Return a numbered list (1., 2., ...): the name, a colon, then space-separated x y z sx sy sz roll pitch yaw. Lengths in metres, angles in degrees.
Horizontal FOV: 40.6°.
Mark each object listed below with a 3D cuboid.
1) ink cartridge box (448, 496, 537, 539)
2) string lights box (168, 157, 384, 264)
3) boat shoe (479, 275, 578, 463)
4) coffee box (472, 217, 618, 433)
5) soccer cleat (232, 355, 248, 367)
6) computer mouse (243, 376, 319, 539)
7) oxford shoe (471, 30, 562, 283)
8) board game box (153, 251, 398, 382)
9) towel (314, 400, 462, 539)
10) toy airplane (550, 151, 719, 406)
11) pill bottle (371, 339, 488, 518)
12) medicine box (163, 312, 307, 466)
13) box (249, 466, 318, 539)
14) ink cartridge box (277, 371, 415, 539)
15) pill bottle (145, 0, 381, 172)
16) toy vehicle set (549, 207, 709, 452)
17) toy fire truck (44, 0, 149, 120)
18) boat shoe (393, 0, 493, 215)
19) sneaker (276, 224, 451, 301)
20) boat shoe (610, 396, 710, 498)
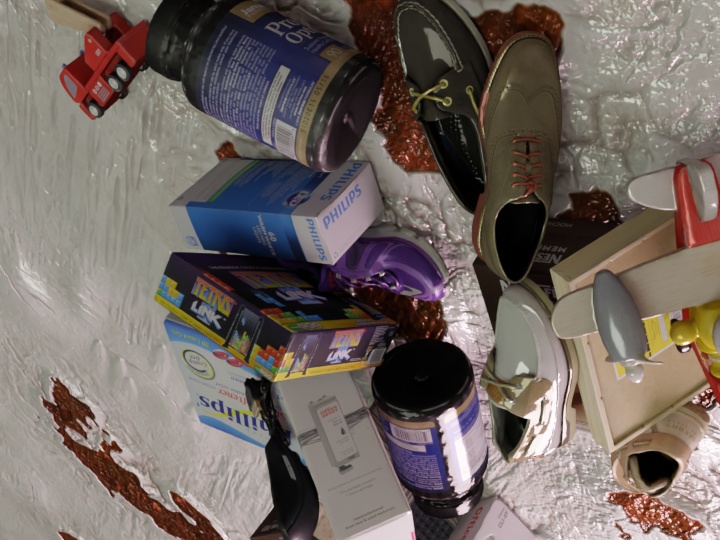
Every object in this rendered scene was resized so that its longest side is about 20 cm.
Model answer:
1. ink cartridge box: 0.117 0.391 1.267 0.083 0.145 0.200 43 143 -8
2. string lights box: -0.088 -0.066 1.001 0.199 0.103 0.059 7 129 36
3. boat shoe: 0.144 0.097 0.853 0.075 0.068 0.201 42 155 49
4. coffee box: 0.191 0.053 0.909 0.112 0.080 0.201 7 133 37
5. soccer cleat: -0.127 0.055 1.121 0.076 0.067 0.200 45 -173 -26
6. computer mouse: -0.084 0.206 1.086 0.046 0.200 0.141 -18 125 -1
7. oxford shoe: 0.134 -0.086 0.779 0.070 0.075 0.201 -3 113 -6
8. board game box: -0.080 0.042 0.984 0.165 0.200 0.057 31 105 27
9. towel: 0.031 0.282 1.188 0.200 0.193 0.034 49 150 -17
10. toy airplane: 0.272 0.009 0.726 0.198 0.141 0.201 24 118 -13
11. pill bottle: 0.084 0.184 1.097 0.111 0.112 0.201 13 136 30
12. medicine box: -0.129 0.125 1.235 0.181 0.103 0.201 16 137 27
13. box: -0.042 0.288 1.248 0.075 0.200 0.100 48 142 -12
14. ink cartridge box: -0.014 0.207 1.057 0.147 0.082 0.201 78 169 -60
15. pill bottle: -0.090 -0.178 0.881 0.199 0.112 0.112 28 142 13
16. toy vehicle set: 0.239 0.051 0.834 0.027 0.124 0.201 44 159 54
17. toy fire truck: -0.283 -0.256 1.015 0.141 0.049 0.200 47 143 -10
18. boat shoe: 0.078 -0.140 0.820 0.071 0.061 0.202 -4 126 42
19. sneaker: 0.000 0.000 1.013 0.199 0.084 0.081 15 137 28
20. boat shoe: 0.284 0.188 0.966 0.071 0.065 0.200 25 154 15
